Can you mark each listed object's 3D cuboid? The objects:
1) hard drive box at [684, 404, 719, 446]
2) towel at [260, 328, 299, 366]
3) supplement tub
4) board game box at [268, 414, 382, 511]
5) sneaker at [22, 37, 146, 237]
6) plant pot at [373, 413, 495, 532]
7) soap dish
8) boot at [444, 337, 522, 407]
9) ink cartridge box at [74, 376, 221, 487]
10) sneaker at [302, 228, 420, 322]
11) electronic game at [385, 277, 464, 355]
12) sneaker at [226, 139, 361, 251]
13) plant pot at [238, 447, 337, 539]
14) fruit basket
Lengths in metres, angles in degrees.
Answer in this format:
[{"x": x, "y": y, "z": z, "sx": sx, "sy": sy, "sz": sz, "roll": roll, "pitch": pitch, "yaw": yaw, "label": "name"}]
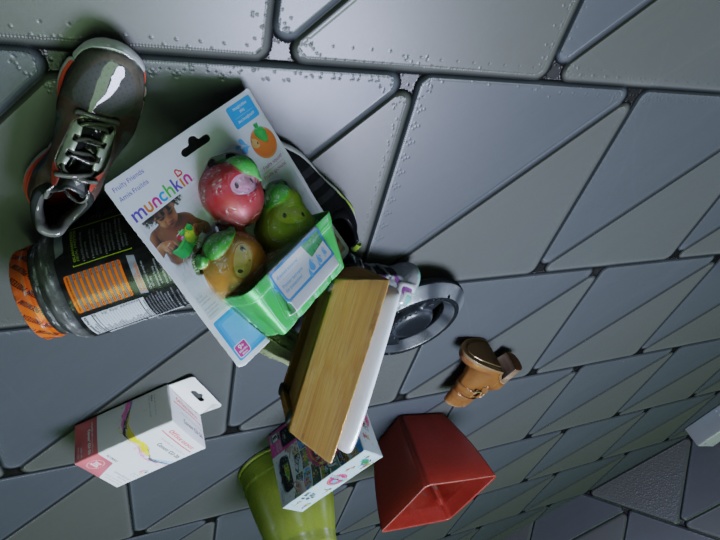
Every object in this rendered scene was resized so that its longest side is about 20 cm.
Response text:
[{"x": 1.366, "y": 0.581, "z": 2.134, "sx": 0.154, "sy": 0.077, "sz": 0.201, "roll": 14, "pitch": 126, "yaw": -38, "label": "hard drive box"}, {"x": -0.118, "y": 0.103, "z": 0.786, "sx": 0.200, "sy": 0.146, "sz": 0.037, "roll": 43, "pitch": 65, "yaw": -51, "label": "towel"}, {"x": -0.246, "y": -0.006, "z": 0.596, "sx": 0.196, "sy": 0.124, "sz": 0.124, "roll": -18, "pitch": 141, "yaw": -8, "label": "supplement tub"}, {"x": -0.070, "y": 0.321, "z": 1.030, "sx": 0.199, "sy": 0.149, "sz": 0.064, "roll": -39, "pitch": 137, "yaw": 16, "label": "board game box"}, {"x": -0.248, "y": -0.109, "z": 0.513, "sx": 0.076, "sy": 0.083, "sz": 0.201, "roll": 14, "pitch": 127, "yaw": -38, "label": "sneaker"}, {"x": 0.139, "y": 0.430, "z": 1.237, "sx": 0.197, "sy": 0.178, "sz": 0.201, "roll": 7, "pitch": 131, "yaw": -32, "label": "plant pot"}, {"x": -0.031, "y": 0.093, "z": 0.653, "sx": 0.080, "sy": 0.157, "sz": 0.204, "roll": 18, "pitch": 91, "yaw": -13, "label": "soap dish"}, {"x": 0.222, "y": 0.217, "z": 1.133, "sx": 0.198, "sy": 0.074, "sz": 0.154, "roll": 24, "pitch": 124, "yaw": -40, "label": "boot"}, {"x": -0.325, "y": 0.254, "z": 0.883, "sx": 0.197, "sy": 0.068, "sz": 0.117, "roll": -24, "pitch": 141, "yaw": -2, "label": "ink cartridge box"}, {"x": 0.000, "y": 0.000, "z": 0.774, "sx": 0.198, "sy": 0.077, "sz": 0.142, "roll": -30, "pitch": 126, "yaw": -28, "label": "sneaker"}, {"x": 0.081, "y": 0.079, "z": 0.925, "sx": 0.196, "sy": 0.042, "sz": 0.201, "roll": -18, "pitch": 148, "yaw": -12, "label": "electronic game"}, {"x": -0.063, "y": -0.079, "z": 0.644, "sx": 0.072, "sy": 0.084, "sz": 0.199, "roll": -43, "pitch": 138, "yaw": 21, "label": "sneaker"}, {"x": -0.132, "y": 0.482, "z": 1.138, "sx": 0.197, "sy": 0.195, "sz": 0.202, "roll": -14, "pitch": 139, "yaw": -13, "label": "plant pot"}, {"x": -0.106, "y": -0.045, "z": 0.534, "sx": 0.186, "sy": 0.093, "sz": 0.202, "roll": -48, "pitch": 121, "yaw": -36, "label": "fruit basket"}]
